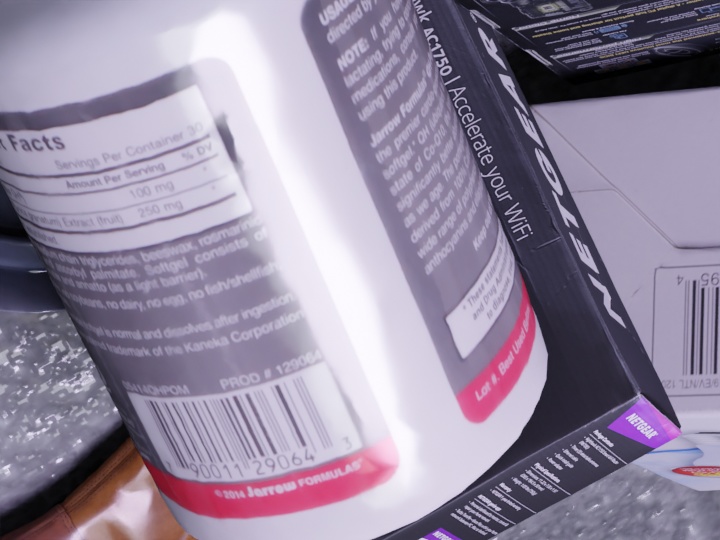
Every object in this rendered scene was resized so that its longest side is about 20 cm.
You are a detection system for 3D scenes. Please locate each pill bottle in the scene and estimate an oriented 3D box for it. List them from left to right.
[{"bbox_3d":[-0.035,-0.039,0.536,0.110,0.111,0.201,-27,116,-8],"label":"pill bottle"}]

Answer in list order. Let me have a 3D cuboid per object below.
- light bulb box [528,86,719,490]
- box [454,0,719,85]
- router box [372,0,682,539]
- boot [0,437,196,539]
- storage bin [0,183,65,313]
[{"bbox_3d":[0.188,0.012,0.843,0.197,0.126,0.200,-3,165,29],"label":"light bulb box"},{"bbox_3d":[0.139,-0.119,0.744,0.199,0.044,0.160,-11,168,22],"label":"box"},{"bbox_3d":[0.000,0.000,0.748,0.149,0.201,0.051,-29,153,14],"label":"router box"},{"bbox_3d":[-0.073,0.132,0.948,0.200,0.068,0.188,-42,129,-5],"label":"boot"},{"bbox_3d":[-0.082,-0.095,0.661,0.145,0.200,0.135,-9,119,-24],"label":"storage bin"}]
